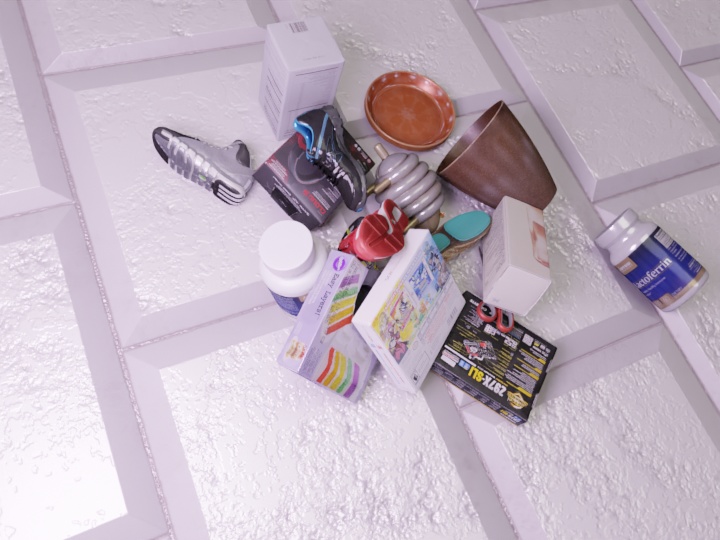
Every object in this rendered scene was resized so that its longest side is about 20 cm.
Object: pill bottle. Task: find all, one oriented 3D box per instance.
[{"bbox_3d":[0.576,-0.024,1.240,0.116,0.116,0.200,-39,78,-27],"label":"pill bottle"},{"bbox_3d":[-0.099,0.003,0.994,0.110,0.200,0.112,-2,66,5],"label":"pill bottle"}]

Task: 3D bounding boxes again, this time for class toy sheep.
[{"bbox_3d":[0.084,-0.151,1.167,0.138,0.137,0.201,-44,110,-28],"label":"toy sheep"}]

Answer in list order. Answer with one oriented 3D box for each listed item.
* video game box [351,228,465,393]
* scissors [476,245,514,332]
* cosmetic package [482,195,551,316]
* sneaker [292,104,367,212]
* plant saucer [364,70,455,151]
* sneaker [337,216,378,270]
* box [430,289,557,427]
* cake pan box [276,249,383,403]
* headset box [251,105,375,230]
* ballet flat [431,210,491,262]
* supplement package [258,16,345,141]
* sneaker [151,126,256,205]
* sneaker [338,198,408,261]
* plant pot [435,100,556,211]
[{"bbox_3d":[0.086,0.066,1.016,0.047,0.183,0.201,8,52,39],"label":"video game box"},{"bbox_3d":[0.247,0.032,1.150,0.073,0.014,0.201,20,42,-8],"label":"scissors"},{"bbox_3d":[0.283,-0.030,1.143,0.087,0.104,0.201,20,44,-7],"label":"cosmetic package"},{"bbox_3d":[-0.053,-0.189,1.087,0.081,0.073,0.201,-19,79,-29],"label":"sneaker"},{"bbox_3d":[0.104,-0.336,1.319,0.198,0.032,0.202,6,63,-11],"label":"plant saucer"},{"bbox_3d":[0.000,0.000,1.115,0.076,0.075,0.202,16,67,-23],"label":"sneaker"},{"bbox_3d":[0.232,0.153,1.104,0.199,0.049,0.160,32,64,2],"label":"box"},{"bbox_3d":[-0.024,0.089,0.975,0.052,0.184,0.201,17,73,34],"label":"cake pan box"},{"bbox_3d":[-0.090,-0.179,1.144,0.149,0.075,0.200,47,61,-13],"label":"headset box"},{"bbox_3d":[0.165,-0.050,1.176,0.199,0.066,0.071,-27,58,-24],"label":"ballet flat"},{"bbox_3d":[-0.118,-0.358,1.176,0.113,0.200,0.110,-18,71,-22],"label":"supplement package"},{"bbox_3d":[-0.276,-0.216,1.147,0.199,0.075,0.116,37,56,-6],"label":"sneaker"},{"bbox_3d":[0.010,-0.037,1.008,0.078,0.115,0.200,47,27,-1],"label":"sneaker"},{"bbox_3d":[0.284,-0.196,1.230,0.200,0.187,0.187,41,61,-9],"label":"plant pot"}]
